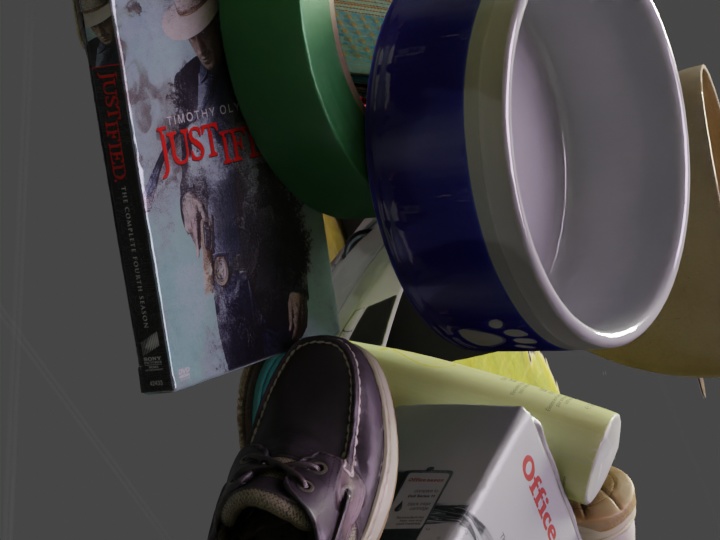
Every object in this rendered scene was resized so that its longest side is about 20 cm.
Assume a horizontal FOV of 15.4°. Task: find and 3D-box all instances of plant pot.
[{"bbox_3d":[0.176,-0.020,1.701,0.200,0.134,0.201,-12,90,-78],"label":"plant pot"}]

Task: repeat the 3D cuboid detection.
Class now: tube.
[{"bbox_3d":[0.036,0.065,1.394,0.058,0.200,0.052,92,23,-46],"label":"tube"}]

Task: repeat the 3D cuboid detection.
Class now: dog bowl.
[{"bbox_3d":[0.085,-0.060,1.303,0.200,0.079,0.201,12,76,-57],"label":"dog bowl"}]

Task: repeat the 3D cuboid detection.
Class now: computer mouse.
[{"bbox_3d":[0.000,0.000,1.461,0.110,0.044,0.200,-104,-151,-66],"label":"computer mouse"}]

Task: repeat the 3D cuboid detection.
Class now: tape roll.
[{"bbox_3d":[0.005,-0.126,1.302,0.200,0.048,0.201,14,74,-57],"label":"tape roll"}]

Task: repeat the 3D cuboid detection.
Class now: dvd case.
[{"bbox_3d":[-0.069,-0.054,1.239,0.146,0.022,0.200,-16,98,-57],"label":"dvd case"}]

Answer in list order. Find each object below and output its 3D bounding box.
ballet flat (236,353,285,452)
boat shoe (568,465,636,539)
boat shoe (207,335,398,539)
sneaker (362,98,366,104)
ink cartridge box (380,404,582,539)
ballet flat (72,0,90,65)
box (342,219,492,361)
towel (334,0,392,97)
[{"bbox_3d":[-0.025,0.107,1.374,0.065,0.070,0.200,46,-24,58],"label":"ballet flat"},{"bbox_3d":[0.063,0.133,1.452,0.074,0.200,0.069,-36,126,-39],"label":"boat shoe"},{"bbox_3d":[-0.034,0.115,1.213,0.065,0.072,0.200,50,49,-53],"label":"boat shoe"},{"bbox_3d":[-0.010,-0.115,1.501,0.200,0.115,0.078,-83,156,-60],"label":"sneaker"},{"bbox_3d":[0.034,0.182,1.316,0.200,0.083,0.147,-55,135,-42],"label":"ink cartridge box"},{"bbox_3d":[-0.094,-0.061,1.265,0.067,0.046,0.200,-56,130,-43],"label":"ballet flat"},{"bbox_3d":[0.057,-0.052,1.759,0.200,0.104,0.148,-78,153,-61],"label":"box"},{"bbox_3d":[0.000,-0.147,1.470,0.022,0.146,0.200,-66,-151,29],"label":"towel"}]
